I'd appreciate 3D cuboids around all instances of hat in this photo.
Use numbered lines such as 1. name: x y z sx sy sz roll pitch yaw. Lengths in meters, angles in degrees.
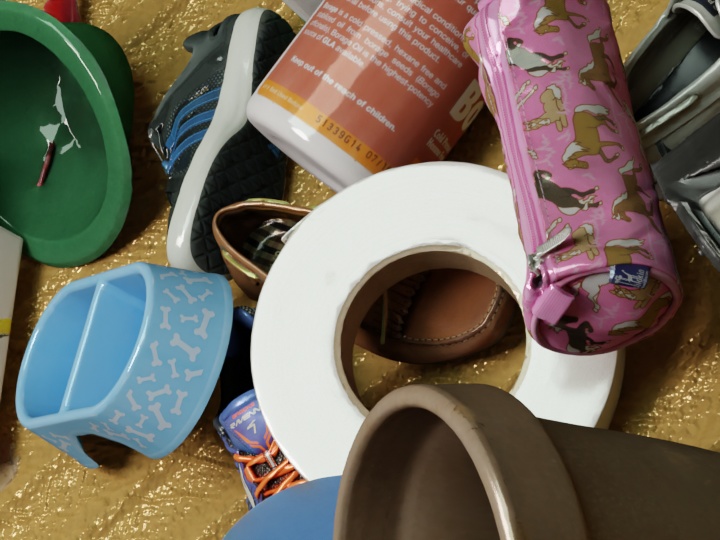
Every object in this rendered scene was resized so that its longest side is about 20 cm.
1. hat: -0.162 -0.122 1.844 0.166 0.176 0.200 -19 96 43

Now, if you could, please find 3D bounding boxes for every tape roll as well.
1. tape roll: 0.040 0.041 1.519 0.202 0.037 0.203 -3 73 11

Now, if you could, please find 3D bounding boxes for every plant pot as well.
1. plant pot: 0.104 0.148 1.342 0.200 0.174 0.201 178 90 -66

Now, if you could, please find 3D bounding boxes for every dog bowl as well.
1. dog bowl: -0.142 0.052 1.648 0.200 0.050 0.112 -15 57 61

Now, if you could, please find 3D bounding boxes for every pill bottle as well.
1. pill bottle: 0.034 -0.137 1.644 0.200 0.112 0.112 -53 45 -3

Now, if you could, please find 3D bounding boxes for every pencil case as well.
1. pencil case: 0.108 -0.057 1.475 0.083 0.087 0.200 -12 59 4

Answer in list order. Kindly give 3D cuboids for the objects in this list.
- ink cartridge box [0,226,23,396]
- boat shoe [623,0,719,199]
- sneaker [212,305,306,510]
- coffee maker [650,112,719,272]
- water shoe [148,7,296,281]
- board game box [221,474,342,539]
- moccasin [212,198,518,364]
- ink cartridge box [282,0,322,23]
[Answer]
1. ink cartridge box: -0.279 0.034 1.795 0.116 0.067 0.200 -21 52 38
2. boat shoe: 0.196 -0.132 1.548 0.200 0.066 0.072 -48 45 3
3. sneaker: -0.047 0.102 1.576 0.075 0.078 0.200 -34 47 17
4. coffee maker: 0.252 -0.074 1.421 0.200 0.135 0.192 -39 45 10
5. water shoe: -0.090 -0.069 1.731 0.079 0.072 0.200 -12 46 35
6. board game box: 0.012 0.197 1.426 0.200 0.158 0.039 57 148 23
7. moccasin: 0.001 -0.001 1.602 0.201 0.078 0.074 23 75 38
8. ink cartridge box: -0.020 -0.234 1.685 0.147 0.200 0.083 -47 45 3
